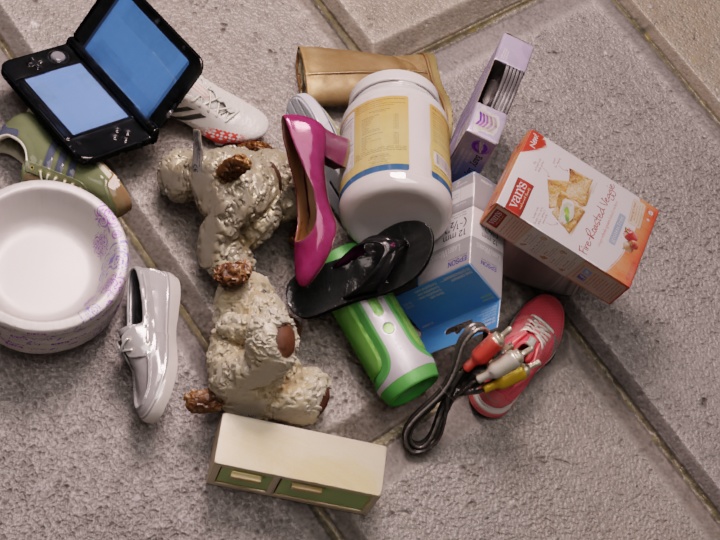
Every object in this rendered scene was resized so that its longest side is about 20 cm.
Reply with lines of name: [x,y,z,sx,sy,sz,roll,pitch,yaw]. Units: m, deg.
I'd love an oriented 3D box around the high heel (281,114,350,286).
high heel: [-0.076,-0.086,1.568,0.095,0.067,0.202,20,70,-30]

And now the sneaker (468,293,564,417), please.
sneaker: [0.217,0.101,1.660,0.073,0.087,0.201,35,59,4]

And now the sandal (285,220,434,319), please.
sandal: [0.000,0.001,1.570,0.199,0.048,0.076,-27,72,7]

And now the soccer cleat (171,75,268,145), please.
soccer cleat: [-0.215,-0.227,1.715,0.198,0.085,0.069,20,59,-4]

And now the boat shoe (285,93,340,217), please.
boat shoe: [-0.034,-0.150,1.744,0.062,0.072,0.201,-18,76,-42]

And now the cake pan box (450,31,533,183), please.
cake pan box: [0.159,-0.194,1.735,0.052,0.200,0.185,23,57,-2]

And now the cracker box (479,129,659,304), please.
cracker box: [0.264,-0.068,1.625,0.199,0.058,0.135,31,57,-4]

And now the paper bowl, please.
paper bowl: [-0.378,0.003,1.537,0.198,0.105,0.203,7,62,-12]

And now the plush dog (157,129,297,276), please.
plush dog: [-0.135,-0.105,1.644,0.171,0.161,0.201,-12,64,-46]

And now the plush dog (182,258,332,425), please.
plush dog: [-0.132,0.082,1.545,0.159,0.201,0.173,-13,53,13]

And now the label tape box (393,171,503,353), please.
label tape box: [0.111,-0.006,1.650,0.066,0.143,0.202,29,53,-32]

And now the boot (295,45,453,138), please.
boot: [0.018,-0.238,1.802,0.198,0.066,0.176,-1,51,-17]

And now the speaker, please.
speaker: [0.018,0.067,1.621,0.088,0.089,0.201,-22,71,-25]

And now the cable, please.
cable: [0.120,0.141,1.566,0.200,0.050,0.097,-42,115,2]

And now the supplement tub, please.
supplement tub: [0.044,-0.141,1.648,0.143,0.145,0.202,9,53,-11]

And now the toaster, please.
toaster: [0.238,-0.056,1.725,0.198,0.129,0.115,20,58,-4]

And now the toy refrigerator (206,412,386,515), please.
toy refrigerator: [-0.076,0.231,1.517,0.198,0.076,0.071,14,60,-9]

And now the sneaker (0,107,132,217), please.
sneaker: [-0.383,-0.121,1.625,0.090,0.067,0.200,-37,71,-28]

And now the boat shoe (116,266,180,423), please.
boat shoe: [-0.257,0.083,1.536,0.068,0.072,0.202,20,57,-29]

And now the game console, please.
game console: [-0.329,-0.256,1.634,0.175,0.117,0.200,-25,61,-37]
